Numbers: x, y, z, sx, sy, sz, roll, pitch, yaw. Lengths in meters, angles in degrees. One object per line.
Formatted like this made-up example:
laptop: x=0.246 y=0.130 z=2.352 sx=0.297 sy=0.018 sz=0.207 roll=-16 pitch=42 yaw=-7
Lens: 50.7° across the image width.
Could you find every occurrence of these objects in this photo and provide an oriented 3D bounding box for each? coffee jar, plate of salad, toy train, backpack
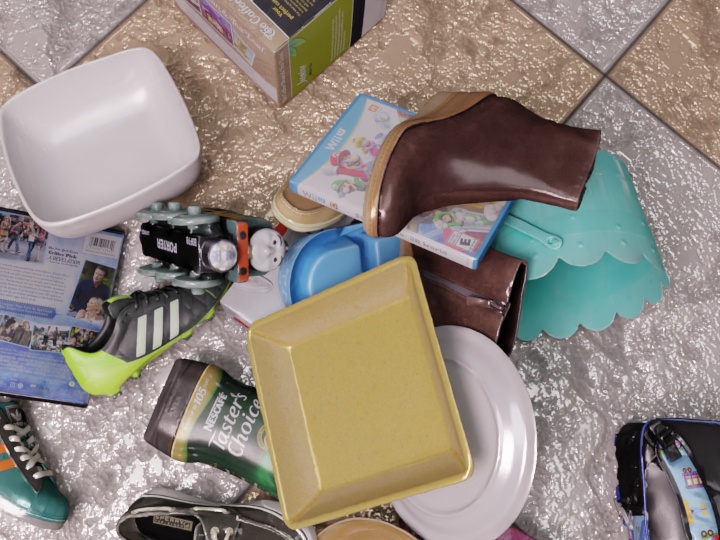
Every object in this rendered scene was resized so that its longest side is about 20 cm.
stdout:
coffee jar: x=-0.117 y=0.168 z=0.788 sx=0.198 sy=0.085 sz=0.106 roll=20 pitch=76 yaw=2
plate of salad: x=0.086 y=0.154 z=0.712 sx=0.048 sy=0.199 sz=0.203 roll=9 pitch=70 yaw=-43
toy train: x=-0.156 y=-0.029 z=0.778 sx=0.113 sy=0.199 sz=0.087 roll=-7 pitch=100 yaw=-34
backpack: x=0.351 y=0.256 z=0.767 sx=0.180 sy=0.135 sz=0.203 roll=2 pitch=74 yaw=-3

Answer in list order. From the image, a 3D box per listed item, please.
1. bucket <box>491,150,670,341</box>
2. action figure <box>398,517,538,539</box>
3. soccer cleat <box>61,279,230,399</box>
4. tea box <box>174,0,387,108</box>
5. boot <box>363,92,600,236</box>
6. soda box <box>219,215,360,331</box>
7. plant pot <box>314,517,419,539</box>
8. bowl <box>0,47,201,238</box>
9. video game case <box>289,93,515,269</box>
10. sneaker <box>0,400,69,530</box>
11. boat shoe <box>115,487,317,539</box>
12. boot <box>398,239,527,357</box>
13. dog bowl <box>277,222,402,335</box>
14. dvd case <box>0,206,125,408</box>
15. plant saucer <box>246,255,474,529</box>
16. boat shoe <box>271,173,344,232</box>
bucket: x=0.209 y=-0.023 z=0.801 sx=0.204 sy=0.208 sz=0.137 roll=-4 pitch=64 yaw=-5
action figure: x=0.101 y=0.278 z=0.784 sx=0.199 sy=0.150 sz=0.133 roll=36 pitch=34 yaw=21
soccer cleat: x=-0.220 y=0.047 z=0.805 sx=0.200 sy=0.067 sz=0.082 roll=-43 pitch=113 yaw=-24
tea box: x=-0.097 y=-0.346 z=0.899 sx=0.197 sy=0.134 sz=0.200 roll=-43 pitch=81 yaw=-13
boot: x=0.108 y=-0.084 z=0.658 sx=0.165 sy=0.073 sz=0.201 roll=20 pitch=52 yaw=20
soda box: x=-0.070 y=-0.018 z=0.851 sx=0.068 sy=0.064 sz=0.201 roll=34 pitch=76 yaw=7
plant pot: x=0.021 y=0.338 z=0.734 sx=0.198 sy=0.027 sz=0.203 roll=1 pitch=91 yaw=31
bowl: x=-0.283 y=-0.133 z=0.848 sx=0.198 sy=0.075 sz=0.201 roll=-25 pitch=63 yaw=-11
video game case: x=0.051 y=-0.093 z=0.734 sx=0.198 sy=0.018 sz=0.144 roll=24 pitch=58 yaw=19
sneaker: x=-0.366 y=0.180 z=0.777 sx=0.199 sy=0.071 sz=0.080 roll=36 pitch=80 yaw=7
boat shoe: x=-0.143 y=0.267 z=0.753 sx=0.197 sy=0.064 sz=0.072 roll=5 pitch=94 yaw=10
boot: x=0.103 y=-0.024 z=0.750 sx=0.072 sy=0.165 sz=0.203 roll=6 pitch=96 yaw=-39
dog bowl: x=0.000 y=0.000 z=0.818 sx=0.198 sy=0.049 sz=0.113 roll=-15 pitch=106 yaw=-31
dvd case: x=-0.343 y=0.037 z=0.814 sx=0.141 sy=0.018 sz=0.203 roll=11 pitch=67 yaw=-14
plant saucer: x=0.000 y=0.116 z=0.708 sx=0.198 sy=0.048 sz=0.203 roll=-23 pitch=70 yaw=25
boat shoe: x=-0.017 y=-0.111 z=0.805 sx=0.074 sy=0.067 sz=0.200 roll=38 pitch=49 yaw=11
